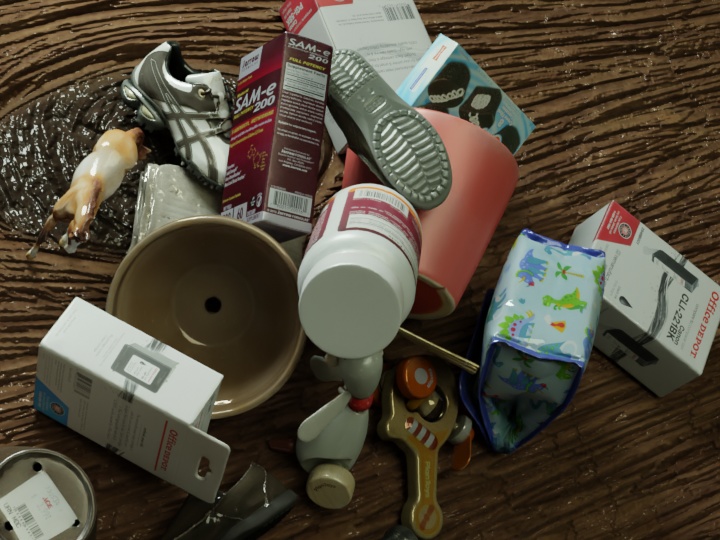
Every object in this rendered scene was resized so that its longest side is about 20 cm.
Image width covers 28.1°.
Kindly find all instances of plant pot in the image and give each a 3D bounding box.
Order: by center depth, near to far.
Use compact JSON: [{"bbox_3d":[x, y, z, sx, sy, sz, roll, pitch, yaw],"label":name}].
[{"bbox_3d":[-0.300,0.226,1.218,0.186,0.200,0.188,13,61,-25],"label":"plant pot"},{"bbox_3d":[-0.151,0.041,1.444,0.200,0.093,0.202,0,98,-3],"label":"plant pot"},{"bbox_3d":[0.059,-0.054,1.596,0.200,0.200,0.178,25,67,-19],"label":"plant pot"}]

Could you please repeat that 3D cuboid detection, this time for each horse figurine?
[{"bbox_3d":[-0.265,-0.084,1.437,0.050,0.132,0.200,37,52,-10],"label":"horse figurine"}]

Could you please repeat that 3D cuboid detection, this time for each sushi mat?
[{"bbox_3d":[0.027,0.057,1.525,0.199,0.096,0.012,27,88,-9],"label":"sushi mat"}]

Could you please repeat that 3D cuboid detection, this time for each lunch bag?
[{"bbox_3d":[0.186,0.084,1.592,0.127,0.200,0.170,16,52,6],"label":"lunch bag"}]

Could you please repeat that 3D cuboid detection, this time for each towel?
[{"bbox_3d":[-0.150,-0.032,1.545,0.199,0.034,0.133,19,59,-24],"label":"towel"}]

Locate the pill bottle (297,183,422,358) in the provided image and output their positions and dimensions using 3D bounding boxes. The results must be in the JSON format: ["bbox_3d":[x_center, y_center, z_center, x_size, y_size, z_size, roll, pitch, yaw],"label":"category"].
[{"bbox_3d":[0.000,0.000,1.395,0.114,0.114,0.200,38,21,-10],"label":"pill bottle"}]

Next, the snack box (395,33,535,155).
[{"bbox_3d":[0.117,-0.175,1.682,0.037,0.116,0.200,39,2,41],"label":"snack box"}]

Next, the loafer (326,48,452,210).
[{"bbox_3d":[0.026,-0.144,1.513,0.075,0.070,0.200,-31,76,-13],"label":"loafer"}]

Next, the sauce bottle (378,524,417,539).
[{"bbox_3d":[-0.019,0.321,1.429,0.200,0.065,0.065,-31,84,-40],"label":"sauce bottle"}]

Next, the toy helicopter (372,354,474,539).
[{"bbox_3d":[0.074,0.191,1.559,0.132,0.079,0.201,12,71,-36],"label":"toy helicopter"}]

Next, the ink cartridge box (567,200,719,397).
[{"bbox_3d":[0.342,0.036,1.778,0.200,0.084,0.145,38,52,-10],"label":"ink cartridge box"}]

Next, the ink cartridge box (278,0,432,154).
[{"bbox_3d":[0.010,-0.250,1.720,0.146,0.083,0.201,-12,74,-35],"label":"ink cartridge box"}]

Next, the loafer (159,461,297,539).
[{"bbox_3d":[-0.153,0.248,1.387,0.200,0.073,0.071,-26,72,-43],"label":"loafer"}]

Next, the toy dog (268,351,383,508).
[{"bbox_3d":[-0.038,0.142,1.448,0.096,0.201,0.132,12,22,-1],"label":"toy dog"}]

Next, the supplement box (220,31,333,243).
[{"bbox_3d":[-0.088,-0.132,1.483,0.061,0.109,0.201,14,75,-28],"label":"supplement box"}]

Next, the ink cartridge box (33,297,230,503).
[{"bbox_3d":[-0.202,0.124,1.350,0.199,0.116,0.067,28,51,5],"label":"ink cartridge box"}]

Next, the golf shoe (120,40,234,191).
[{"bbox_3d":[-0.163,-0.160,1.539,0.200,0.095,0.078,41,25,2],"label":"golf shoe"}]
